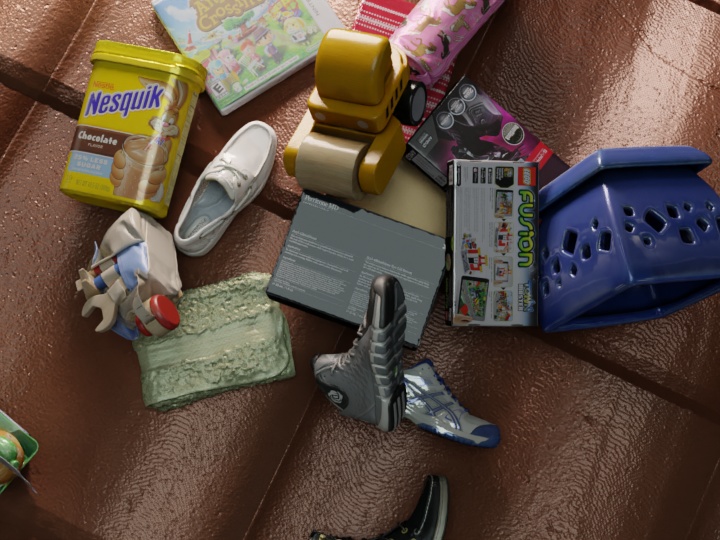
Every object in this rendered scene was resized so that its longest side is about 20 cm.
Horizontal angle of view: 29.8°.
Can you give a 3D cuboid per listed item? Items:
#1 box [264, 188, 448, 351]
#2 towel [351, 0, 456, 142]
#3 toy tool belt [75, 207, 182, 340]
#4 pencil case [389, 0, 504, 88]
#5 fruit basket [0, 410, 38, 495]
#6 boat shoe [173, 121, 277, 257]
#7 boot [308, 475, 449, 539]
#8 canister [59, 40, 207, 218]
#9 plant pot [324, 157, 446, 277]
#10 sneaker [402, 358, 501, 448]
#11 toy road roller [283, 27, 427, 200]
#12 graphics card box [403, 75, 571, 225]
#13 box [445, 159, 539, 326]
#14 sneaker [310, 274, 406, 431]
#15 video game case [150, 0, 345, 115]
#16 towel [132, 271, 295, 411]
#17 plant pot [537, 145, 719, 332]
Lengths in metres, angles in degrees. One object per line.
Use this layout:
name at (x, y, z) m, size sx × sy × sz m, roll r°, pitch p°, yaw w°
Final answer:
box at (0.000, 0.000, 1.677) m, size 0.200 × 0.079 × 0.141 m, roll 20°, pitch 84°, yaw 3°
towel at (0.046, -0.262, 1.763) m, size 0.145 × 0.022 × 0.200 m, roll 18°, pitch 74°, yaw 3°
toy tool belt at (-0.286, 0.027, 1.657) m, size 0.123 × 0.125 × 0.200 m, roll -34°, pitch 42°, yaw 17°
pencil case at (0.115, -0.323, 1.732) m, size 0.200 × 0.087 × 0.083 m, roll -49°, pitch 113°, yaw -13°
fruit basket at (-0.458, 0.191, 1.612) m, size 0.185 × 0.200 × 0.094 m, roll 39°, pitch 68°, yaw 6°
boat shoe at (-0.171, -0.108, 1.725) m, size 0.071 × 0.069 × 0.200 m, roll 30°, pitch 81°, yaw 6°
boot at (0.017, 0.332, 1.649) m, size 0.154 × 0.073 × 0.204 m, roll 17°, pitch 85°, yaw -2°
canister at (-0.290, -0.178, 1.722) m, size 0.148 × 0.087 × 0.200 m, roll 12°, pitch 82°, yaw 13°
plant pot at (0.051, -0.071, 1.742) m, size 0.200 × 0.027 × 0.200 m, roll 0°, pitch 81°, yaw 1°
sneaker at (0.088, 0.157, 1.681) m, size 0.200 × 0.075 × 0.088 m, roll 22°, pitch 81°, yaw 3°
toy road roller at (-0.012, -0.199, 1.630) m, size 0.123 × 0.146 × 0.200 m, roll 13°, pitch 59°, yaw 22°
graphics card box at (0.164, -0.136, 1.718) m, size 0.200 × 0.051 × 0.125 m, roll 41°, pitch 74°, yaw -3°
box at (0.159, -0.032, 1.636) m, size 0.110 × 0.035 × 0.200 m, roll 1°, pitch 90°, yaw -12°
sneaker at (-0.009, 0.095, 1.608) m, size 0.115 × 0.075 × 0.200 m, roll 9°, pitch 113°, yaw 23°
video game case at (-0.146, -0.330, 1.785) m, size 0.200 × 0.022 × 0.182 m, roll -32°, pitch 82°, yaw -5°
towel at (-0.190, 0.087, 1.711) m, size 0.200 × 0.036 × 0.149 m, roll -14°, pitch 80°, yaw -2°
plant pot at (0.325, -0.043, 1.630) m, size 0.200 × 0.200 × 0.180 m, roll -4°, pitch 73°, yaw -27°
